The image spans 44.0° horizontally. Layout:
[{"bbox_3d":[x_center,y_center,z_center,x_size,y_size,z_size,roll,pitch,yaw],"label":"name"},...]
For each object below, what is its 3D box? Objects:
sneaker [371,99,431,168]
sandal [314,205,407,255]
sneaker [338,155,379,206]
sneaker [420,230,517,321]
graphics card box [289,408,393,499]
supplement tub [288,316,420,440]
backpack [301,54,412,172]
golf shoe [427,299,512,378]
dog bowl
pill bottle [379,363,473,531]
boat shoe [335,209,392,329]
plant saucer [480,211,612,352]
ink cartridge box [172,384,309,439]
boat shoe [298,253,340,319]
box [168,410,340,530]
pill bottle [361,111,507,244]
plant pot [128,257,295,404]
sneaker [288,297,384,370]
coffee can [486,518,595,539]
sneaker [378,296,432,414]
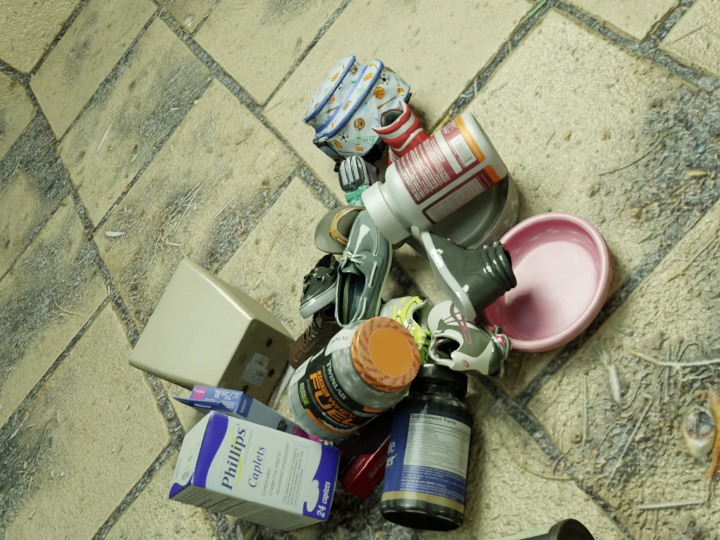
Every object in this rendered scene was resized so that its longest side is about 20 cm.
[{"bbox_3d":[0.062,-0.212,1.448,0.071,0.113,0.200,-45,13,-10],"label":"sneaker"},{"bbox_3d":[-0.008,-0.065,1.427,0.198,0.054,0.083,6,89,45],"label":"sandal"},{"bbox_3d":[0.023,-0.092,1.498,0.074,0.087,0.204,-14,80,35],"label":"sneaker"},{"bbox_3d":[0.154,-0.012,1.247,0.098,0.071,0.201,-27,34,-2],"label":"sneaker"},{"bbox_3d":[-0.015,0.227,1.340,0.126,0.051,0.200,-51,41,6],"label":"graphics card box"},{"bbox_3d":[-0.009,0.146,1.210,0.200,0.121,0.124,-44,36,50],"label":"supplement tub"},{"bbox_3d":[-0.001,-0.282,1.543,0.202,0.153,0.190,-62,24,-6],"label":"backpack"},{"bbox_3d":[0.128,0.087,1.221,0.200,0.087,0.079,-147,57,-66],"label":"golf shoe"},{"bbox_3d":[0.156,-0.091,1.370,0.198,0.058,0.203,-23,51,31],"label":"dog bowl"},{"bbox_3d":[0.092,0.234,1.189,0.111,0.111,0.203,-12,57,38],"label":"pill bottle"},{"bbox_3d":[0.000,0.000,1.348,0.072,0.062,0.204,2,79,29],"label":"boat shoe"},{"bbox_3d":[0.254,0.020,1.215,0.199,0.051,0.203,-23,52,33],"label":"plant saucer"},{"bbox_3d":[-0.182,0.225,1.385,0.118,0.199,0.043,0,64,42],"label":"ink cartridge box"},{"bbox_3d":[-0.067,0.023,1.426,0.068,0.057,0.200,-33,6,16],"label":"boat shoe"},{"bbox_3d":[-0.155,0.292,1.275,0.184,0.197,0.106,138,148,-60],"label":"box"},{"bbox_3d":[0.106,-0.131,1.303,0.199,0.109,0.110,-33,46,14],"label":"pill bottle"},{"bbox_3d":[-0.231,0.128,1.511,0.176,0.199,0.202,22,81,36],"label":"plant pot"},{"bbox_3d":[-0.056,0.087,1.445,0.199,0.075,0.071,-37,45,19],"label":"sneaker"},{"bbox_3d":[0.168,0.376,1.005,0.198,0.146,0.148,-24,50,31],"label":"coffee can"},{"bbox_3d":[0.069,0.122,1.308,0.076,0.075,0.203,-24,52,32],"label":"sneaker"}]
